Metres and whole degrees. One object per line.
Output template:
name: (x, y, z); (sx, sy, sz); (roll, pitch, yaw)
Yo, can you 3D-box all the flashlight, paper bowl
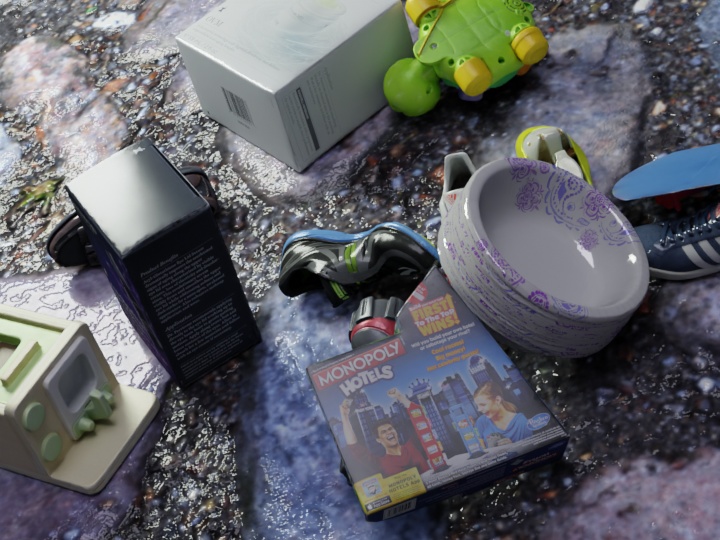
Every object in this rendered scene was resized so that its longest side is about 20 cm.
flashlight: (0.013, 0.117, 1.661); (0.067, 0.068, 0.201); (-18, 40, 27)
paper bowl: (0.167, -0.002, 1.659); (0.199, 0.105, 0.202); (19, 42, -17)

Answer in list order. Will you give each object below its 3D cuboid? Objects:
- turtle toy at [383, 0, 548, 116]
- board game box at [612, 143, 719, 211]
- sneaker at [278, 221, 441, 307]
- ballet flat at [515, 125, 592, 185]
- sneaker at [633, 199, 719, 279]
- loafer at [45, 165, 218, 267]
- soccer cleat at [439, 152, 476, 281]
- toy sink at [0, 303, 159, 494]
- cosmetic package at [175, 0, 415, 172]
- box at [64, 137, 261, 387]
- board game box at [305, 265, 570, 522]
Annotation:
turtle toy: (0.113, -0.249, 1.973); (0.199, 0.101, 0.146); (-30, 67, -8)
board game box: (0.353, -0.089, 1.743); (0.199, 0.039, 0.158); (-10, 16, 34)
sneaker: (0.000, 0.000, 1.784); (0.198, 0.071, 0.083); (-4, 54, 34)
ballet flat: (0.209, -0.109, 1.820); (0.066, 0.067, 0.201); (-20, 42, 1)
sneaker: (0.348, -0.044, 1.687); (0.198, 0.085, 0.075); (-2, 45, 19)
loafer: (-0.253, -0.053, 1.936); (0.199, 0.072, 0.063); (-26, 47, -11)
soccer cleat: (0.110, -0.037, 1.768); (0.068, 0.086, 0.201); (-11, 43, 9)
toy sink: (-0.326, 0.123, 1.747); (0.199, 0.112, 0.131); (13, 52, 31)
cosmetic package: (-0.072, -0.250, 2.032); (0.200, 0.123, 0.199); (-38, 46, -21)
box: (-0.200, -0.008, 1.769); (0.104, 0.201, 0.148); (-31, 43, -13)
board game box: (0.059, 0.108, 1.583); (0.199, 0.062, 0.201); (-19, 66, -11)
